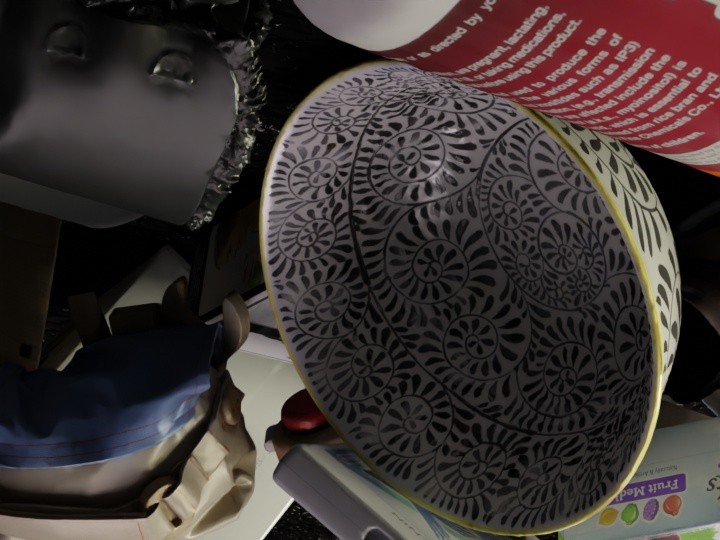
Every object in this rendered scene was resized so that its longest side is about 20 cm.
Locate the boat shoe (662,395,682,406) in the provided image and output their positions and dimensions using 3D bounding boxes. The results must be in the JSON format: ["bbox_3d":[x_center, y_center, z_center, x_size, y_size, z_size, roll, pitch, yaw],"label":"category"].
[{"bbox_3d":[0.131,0.094,1.117,0.071,0.063,0.199,-15,176,40],"label":"boat shoe"}]

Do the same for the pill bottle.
[{"bbox_3d":[0.050,-0.100,0.496,0.199,0.114,0.113,15,162,-28],"label":"pill bottle"}]

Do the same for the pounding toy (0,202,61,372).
[{"bbox_3d":[-0.275,0.022,0.991,0.199,0.144,0.184,-7,159,39],"label":"pounding toy"}]

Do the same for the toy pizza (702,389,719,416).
[{"bbox_3d":[0.237,0.098,1.064,0.200,0.032,0.200,45,-175,-4],"label":"toy pizza"}]

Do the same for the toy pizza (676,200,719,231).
[{"bbox_3d":[0.231,0.026,0.884,0.198,0.032,0.201,13,150,7],"label":"toy pizza"}]

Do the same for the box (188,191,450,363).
[{"bbox_3d":[0.000,0.000,0.948,0.116,0.061,0.200,15,162,-24],"label":"box"}]

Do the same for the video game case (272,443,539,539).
[{"bbox_3d":[0.063,0.139,0.843,0.182,0.022,0.200,39,-174,16],"label":"video game case"}]

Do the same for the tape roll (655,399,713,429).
[{"bbox_3d":[0.105,0.084,0.939,0.201,0.037,0.203,16,170,3],"label":"tape roll"}]

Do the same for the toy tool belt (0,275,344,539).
[{"bbox_3d":[-0.102,0.064,0.915,0.198,0.124,0.125,-15,-156,9],"label":"toy tool belt"}]

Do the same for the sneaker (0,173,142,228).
[{"bbox_3d":[-0.170,-0.054,0.806,0.198,0.076,0.106,5,161,4],"label":"sneaker"}]

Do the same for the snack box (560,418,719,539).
[{"bbox_3d":[0.201,0.109,0.797,0.199,0.053,0.142,-15,143,28],"label":"snack box"}]

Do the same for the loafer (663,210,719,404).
[{"bbox_3d":[0.138,0.022,0.822,0.072,0.063,0.200,47,162,3],"label":"loafer"}]

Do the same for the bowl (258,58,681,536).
[{"bbox_3d":[0.061,-0.003,0.780,0.200,0.202,0.094,-11,-166,46],"label":"bowl"}]

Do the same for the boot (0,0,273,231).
[{"bbox_3d":[-0.128,-0.048,0.697,0.161,0.074,0.199,12,131,-15],"label":"boot"}]

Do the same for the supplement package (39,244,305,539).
[{"bbox_3d":[-0.135,0.108,1.118,0.151,0.152,0.200,44,155,-8],"label":"supplement package"}]
